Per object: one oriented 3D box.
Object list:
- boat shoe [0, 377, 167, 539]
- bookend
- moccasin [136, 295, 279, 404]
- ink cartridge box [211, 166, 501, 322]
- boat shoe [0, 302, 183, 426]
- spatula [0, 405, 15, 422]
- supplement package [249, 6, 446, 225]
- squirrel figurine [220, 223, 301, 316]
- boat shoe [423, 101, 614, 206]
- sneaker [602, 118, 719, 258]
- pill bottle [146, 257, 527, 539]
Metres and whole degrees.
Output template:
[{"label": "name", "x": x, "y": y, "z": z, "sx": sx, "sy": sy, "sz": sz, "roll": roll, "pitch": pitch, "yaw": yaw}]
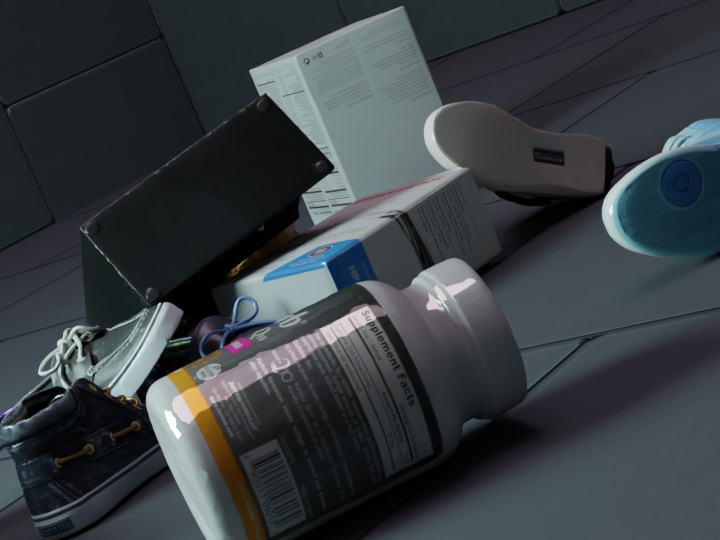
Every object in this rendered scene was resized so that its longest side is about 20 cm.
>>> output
[{"label": "boat shoe", "x": -0.184, "y": 0.111, "z": 1.358, "sx": 0.070, "sy": 0.091, "sz": 0.200, "roll": -18, "pitch": 11, "yaw": 28}, {"label": "bookend", "x": -0.133, "y": -0.018, "z": 1.590, "sx": 0.198, "sy": 0.092, "sz": 0.200, "roll": -38, "pitch": -15, "yaw": -22}, {"label": "moccasin", "x": -0.113, "y": 0.071, "z": 1.460, "sx": 0.199, "sy": 0.068, "sz": 0.081, "roll": -20, "pitch": 17, "yaw": 34}, {"label": "ink cartridge box", "x": 0.000, "y": 0.000, "z": 1.543, "sx": 0.145, "sy": 0.085, "sz": 0.200, "roll": -14, "pitch": 14, "yaw": 46}, {"label": "boat shoe", "x": -0.215, "y": 0.080, "z": 1.465, "sx": 0.199, "sy": 0.068, "sz": 0.074, "roll": -42, "pitch": 16, "yaw": 38}, {"label": "spatula", "x": -0.343, "y": 0.158, "z": 1.687, "sx": 0.056, "sy": 0.021, "sz": 0.200, "roll": -33, "pitch": 8, "yaw": 24}, {"label": "supplement package", "x": -0.002, "y": -0.172, "z": 2.132, "sx": 0.151, "sy": 0.201, "sz": 0.150, "roll": -27, "pitch": 10, "yaw": -22}, {"label": "squirrel figurine", "x": -0.160, "y": -0.007, "z": 1.828, "sx": 0.186, "sy": 0.142, "sz": 0.200, "roll": -27, "pitch": 6, "yaw": 17}, {"label": "boat shoe", "x": 0.121, "y": -0.094, "z": 1.646, "sx": 0.199, "sy": 0.075, "sz": 0.093, "roll": 13, "pitch": -17, "yaw": -31}, {"label": "sneaker", "x": 0.234, "y": -0.059, "z": 1.342, "sx": 0.199, "sy": 0.080, "sz": 0.130, "roll": -17, "pitch": 8, "yaw": -25}, {"label": "pill bottle", "x": -0.013, "y": 0.076, "z": 1.068, "sx": 0.199, "sy": 0.117, "sz": 0.116, "roll": -26, "pitch": 10, "yaw": -13}]
